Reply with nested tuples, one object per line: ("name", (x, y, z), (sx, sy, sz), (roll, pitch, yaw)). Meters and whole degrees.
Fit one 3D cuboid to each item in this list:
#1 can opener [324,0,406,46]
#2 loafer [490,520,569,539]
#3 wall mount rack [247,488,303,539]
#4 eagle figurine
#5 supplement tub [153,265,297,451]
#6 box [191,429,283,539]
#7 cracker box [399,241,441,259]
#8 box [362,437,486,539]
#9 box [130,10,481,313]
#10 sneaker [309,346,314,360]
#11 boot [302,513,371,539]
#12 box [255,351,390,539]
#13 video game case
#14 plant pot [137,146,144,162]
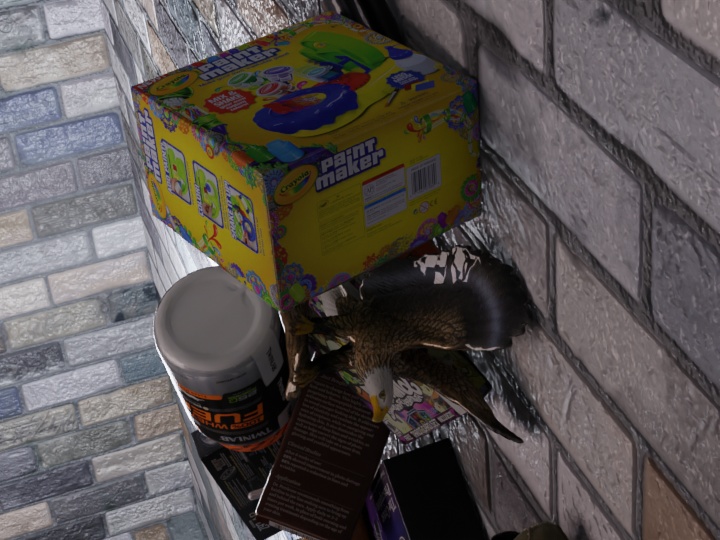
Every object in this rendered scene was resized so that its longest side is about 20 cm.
("can opener", (-0.012, -0.250, 1.238), (0.079, 0.063, 0.201), (127, 128, -72))
("loafer", (0.136, 0.248, 1.181), (0.200, 0.075, 0.070), (123, 143, -66))
("wall mount rack", (-0.027, 0.287, 1.663), (0.075, 0.173, 0.200), (-60, 27, 10))
("eagle figurine", (0.036, 0.064, 1.166), (0.152, 0.198, 0.152), (74, -165, -77))
("supplement tub", (-0.127, 0.095, 1.440), (0.200, 0.122, 0.123), (77, 171, -57))
("box", (-0.096, 0.234, 1.776), (0.044, 0.159, 0.200), (62, 179, 45))
("cracker box", (0.000, 0.000, 1.356), (0.134, 0.058, 0.200), (42, 159, 10))
("box", (0.064, 0.273, 1.462), (0.200, 0.078, 0.142), (106, 144, -65))
("box", (-0.042, -0.093, 1.138), (0.192, 0.199, 0.123), (33, 139, 43))
("sneaker", (-0.023, 0.064, 1.546), (0.082, 0.077, 0.201), (20, 98, 37))
("boot", (-0.032, 0.239, 1.514), (0.201, 0.070, 0.145), (-133, 36, -61))
("box", (-0.026, 0.170, 1.445), (0.075, 0.100, 0.201), (104, -173, -75))
("video game case", (0.018, 0.071, 1.324), (0.181, 0.036, 0.200), (47, 158, 0))
("plant pot", (-0.112, -0.098, 1.560), (0.141, 0.141, 0.201), (-47, 65, 34))
